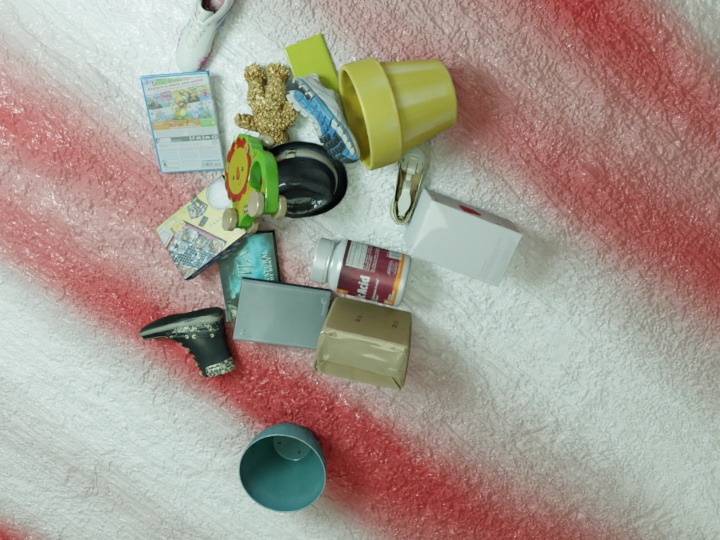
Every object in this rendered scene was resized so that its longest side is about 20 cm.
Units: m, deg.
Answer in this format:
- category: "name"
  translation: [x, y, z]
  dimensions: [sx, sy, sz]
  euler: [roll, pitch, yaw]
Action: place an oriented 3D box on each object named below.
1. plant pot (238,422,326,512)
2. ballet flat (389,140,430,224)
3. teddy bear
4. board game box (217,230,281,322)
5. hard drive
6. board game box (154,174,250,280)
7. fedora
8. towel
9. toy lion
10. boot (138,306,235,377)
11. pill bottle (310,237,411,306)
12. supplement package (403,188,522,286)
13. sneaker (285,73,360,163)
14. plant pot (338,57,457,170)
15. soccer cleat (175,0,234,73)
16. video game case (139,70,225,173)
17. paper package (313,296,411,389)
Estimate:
- category: "plant pot"
  translation: [-0.171, 0.436, 1.442]
  dimensions: [0.198, 0.135, 0.202]
  euler: [1, 107, 4]
- category: "ballet flat"
  translation: [0.104, -0.189, 1.273]
  dimensions: [0.067, 0.062, 0.202]
  euler: [9, 107, 1]
- category: "teddy bear"
  translation: [-0.188, -0.322, 1.255]
  dimensions: [0.144, 0.067, 0.202]
  euler: [15, 107, 3]
- category: "board game box"
  translation: [-0.246, 0.014, 1.379]
  dimensions: [0.134, 0.028, 0.202]
  euler: [-4, 106, 5]
- category: "hard drive"
  translation: [-0.174, 0.096, 1.369]
  dimensions: [0.198, 0.033, 0.141]
  euler: [8, 104, -13]
- category: "board game box"
  translation: [-0.332, -0.090, 1.330]
  dimensions: [0.199, 0.035, 0.136]
  euler: [-34, 82, 14]
- category: "fedora"
  translation: [-0.124, -0.164, 1.254]
  dimensions: [0.199, 0.092, 0.202]
  euler: [-1, 129, -1]
- category: "towel"
  translation: [-0.081, -0.367, 1.252]
  dimensions: [0.085, 0.018, 0.201]
  euler: [-24, 103, -9]
- category: "toy lion"
  translation: [-0.218, -0.180, 1.214]
  dimensions: [0.068, 0.199, 0.194]
  euler: [3, 80, -34]
- category: "boot"
  translation: [-0.394, 0.176, 1.416]
  dimensions: [0.202, 0.074, 0.155]
  euler: [-12, 107, 8]
- category: "pill bottle"
  translation: [0.000, 0.000, 1.310]
  dimensions: [0.198, 0.114, 0.115]
  euler: [14, 107, 1]
- category: "supplement package"
  translation: [0.204, -0.070, 1.258]
  dimensions: [0.198, 0.121, 0.121]
  euler: [19, 108, -9]
- category: "sneaker"
  translation: [-0.055, -0.306, 1.217]
  dimensions: [0.201, 0.087, 0.075]
  euler: [54, 142, -8]
- category: "plant pot"
  translation: [0.076, -0.313, 1.179]
  dimensions: [0.187, 0.201, 0.202]
  euler: [-17, 105, -7]
- category: "soccer cleat"
  translation: [-0.315, -0.480, 1.208]
  dimensions: [0.070, 0.086, 0.201]
  euler: [31, 107, -5]
- category: "video game case"
  translation: [-0.367, -0.306, 1.284]
  dimensions: [0.142, 0.018, 0.202]
  euler: [-2, 116, 6]
- category: "paper package"
  translation: [0.012, 0.150, 1.308]
  dimensions: [0.189, 0.200, 0.104]
  euler: [13, 107, 1]
